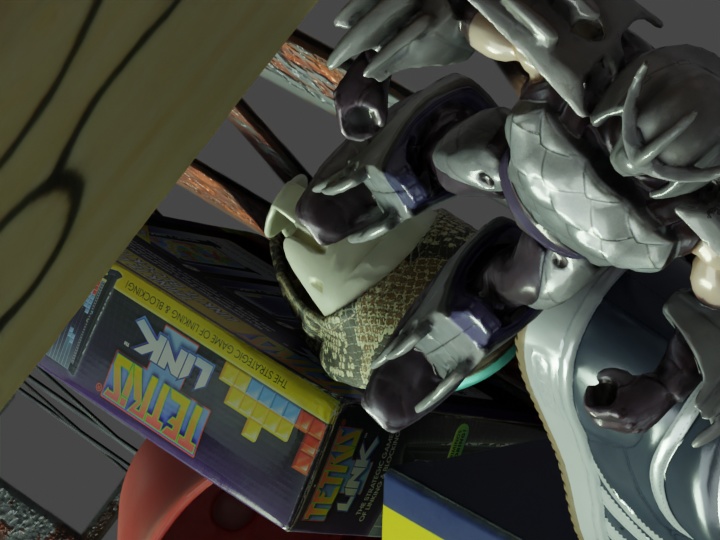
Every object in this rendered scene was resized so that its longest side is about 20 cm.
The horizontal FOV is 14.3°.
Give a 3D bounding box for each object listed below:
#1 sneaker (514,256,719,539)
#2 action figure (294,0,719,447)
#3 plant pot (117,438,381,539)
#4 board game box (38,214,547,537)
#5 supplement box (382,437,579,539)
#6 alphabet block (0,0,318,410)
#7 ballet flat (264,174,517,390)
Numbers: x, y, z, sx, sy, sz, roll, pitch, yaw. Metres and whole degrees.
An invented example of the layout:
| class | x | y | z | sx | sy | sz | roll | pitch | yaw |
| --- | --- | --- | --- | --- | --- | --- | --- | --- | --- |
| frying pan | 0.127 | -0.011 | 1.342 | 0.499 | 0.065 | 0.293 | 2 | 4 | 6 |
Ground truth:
| class | x | y | z | sx | sy | sz | roll | pitch | yaw |
| --- | --- | --- | --- | --- | --- | --- | --- | --- | --- |
| sneaker | 0.117 | 0.067 | 0.830 | 0.108 | 0.070 | 0.200 | 34 | 168 | 31 |
| action figure | 0.042 | -0.015 | 0.680 | 0.130 | 0.069 | 0.200 | 56 | 162 | -2 |
| plant pot | -0.051 | 0.158 | 1.603 | 0.200 | 0.200 | 0.177 | 41 | -179 | -21 |
| board game box | -0.034 | 0.039 | 1.130 | 0.200 | 0.057 | 0.165 | 30 | -166 | 38 |
| supplement box | 0.078 | 0.169 | 1.020 | 0.109 | 0.200 | 0.109 | -9 | -161 | -32 |
| alphabet block | -0.143 | -0.078 | 0.679 | 0.196 | 0.200 | 0.195 | 35 | 170 | 13 |
| ballet flat | 0.000 | 0.000 | 0.974 | 0.075 | 0.068 | 0.200 | 48 | 173 | -10 |
